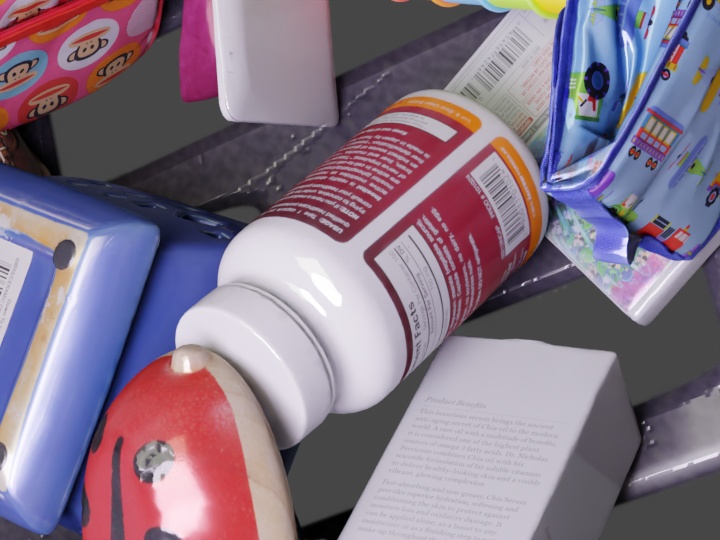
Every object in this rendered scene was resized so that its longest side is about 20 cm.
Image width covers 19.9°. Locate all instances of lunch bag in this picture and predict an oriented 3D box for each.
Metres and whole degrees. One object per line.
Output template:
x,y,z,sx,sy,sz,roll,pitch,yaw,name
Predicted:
-0.207,-0.158,1.197,0.200,0.176,0.082,-28,71,-27,lunch bag
0.156,-0.097,1.005,0.094,0.150,0.201,15,86,30,lunch bag

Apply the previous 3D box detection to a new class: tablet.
-0.050,-0.182,1.156,0.014,0.130,0.201,-4,90,27,tablet

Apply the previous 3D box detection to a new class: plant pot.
-0.154,0.047,1.142,0.200,0.180,0.201,20,90,41,plant pot

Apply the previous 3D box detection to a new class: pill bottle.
0.000,0.000,1.063,0.113,0.113,0.200,23,47,31,pill bottle

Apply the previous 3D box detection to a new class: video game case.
0.156,-0.103,1.108,0.200,0.024,0.182,-49,61,10,video game case

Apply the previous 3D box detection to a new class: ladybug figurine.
-0.089,0.133,1.007,0.136,0.072,0.201,17,115,49,ladybug figurine

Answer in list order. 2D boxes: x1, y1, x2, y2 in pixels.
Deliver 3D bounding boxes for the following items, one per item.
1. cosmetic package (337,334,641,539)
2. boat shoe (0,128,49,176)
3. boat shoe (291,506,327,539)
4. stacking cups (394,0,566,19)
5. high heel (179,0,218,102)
0.057,0.129,1.025,0.101,0.071,0.200,6,47,30,cosmetic package
-0.249,-0.076,1.292,0.070,0.070,0.201,-34,66,18,boat shoe
-0.044,0.169,1.083,0.074,0.068,0.200,3,100,60,boat shoe
0.067,-0.168,1.139,0.200,0.060,0.061,10,83,48,stacking cups
-0.108,-0.203,1.248,0.096,0.067,0.201,-31,69,8,high heel
